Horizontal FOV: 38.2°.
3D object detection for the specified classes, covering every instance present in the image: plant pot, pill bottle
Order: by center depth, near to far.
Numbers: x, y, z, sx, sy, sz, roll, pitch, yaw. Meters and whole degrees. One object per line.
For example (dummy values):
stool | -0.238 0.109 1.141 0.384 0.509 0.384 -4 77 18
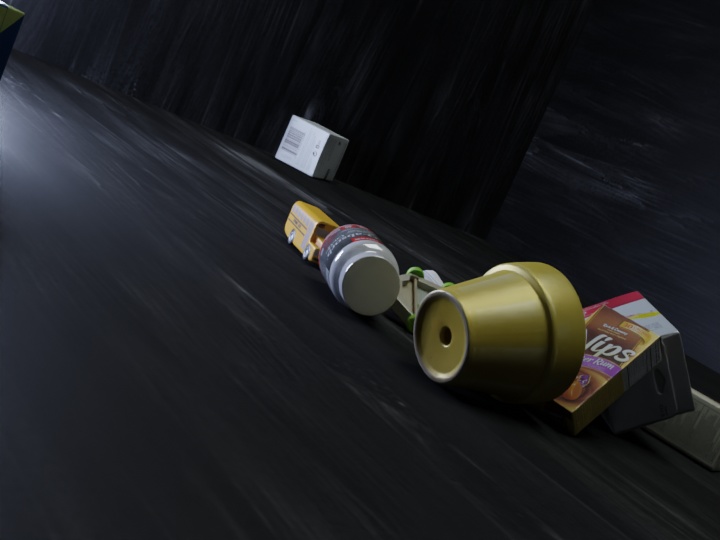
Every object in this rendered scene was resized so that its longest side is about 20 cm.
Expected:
plant pot | 0.185 0.091 1.469 0.186 0.204 0.200 -1 22 -35
pill bottle | 0.000 0.000 1.681 0.114 0.117 0.200 23 8 -15

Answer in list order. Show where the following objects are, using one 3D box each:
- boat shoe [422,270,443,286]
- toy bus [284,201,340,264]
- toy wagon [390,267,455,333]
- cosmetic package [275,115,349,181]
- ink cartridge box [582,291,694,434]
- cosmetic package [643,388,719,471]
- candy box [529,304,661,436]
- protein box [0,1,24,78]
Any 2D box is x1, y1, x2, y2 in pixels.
boat shoe | 0.133 0.059 1.905 0.067 0.073 0.201 -9 35 -16
toy bus | -0.084 -0.065 1.964 0.064 0.079 0.200 21 9 -24
toy wagon | 0.142 0.074 1.771 0.197 0.040 0.156 24 31 -12
cosmetic package | -0.169 -0.430 3.674 0.163 0.167 0.200 28 10 18
ink cartridge box | 0.446 0.151 1.735 0.142 0.148 0.200 -17 17 1
cosmetic package | 0.570 0.258 1.833 0.199 0.105 0.087 33 10 36
candy box | 0.347 0.147 1.573 0.116 0.199 0.057 32 -32 44
protein box | -0.673 -0.361 1.626 0.198 0.201 0.135 27 8 16
